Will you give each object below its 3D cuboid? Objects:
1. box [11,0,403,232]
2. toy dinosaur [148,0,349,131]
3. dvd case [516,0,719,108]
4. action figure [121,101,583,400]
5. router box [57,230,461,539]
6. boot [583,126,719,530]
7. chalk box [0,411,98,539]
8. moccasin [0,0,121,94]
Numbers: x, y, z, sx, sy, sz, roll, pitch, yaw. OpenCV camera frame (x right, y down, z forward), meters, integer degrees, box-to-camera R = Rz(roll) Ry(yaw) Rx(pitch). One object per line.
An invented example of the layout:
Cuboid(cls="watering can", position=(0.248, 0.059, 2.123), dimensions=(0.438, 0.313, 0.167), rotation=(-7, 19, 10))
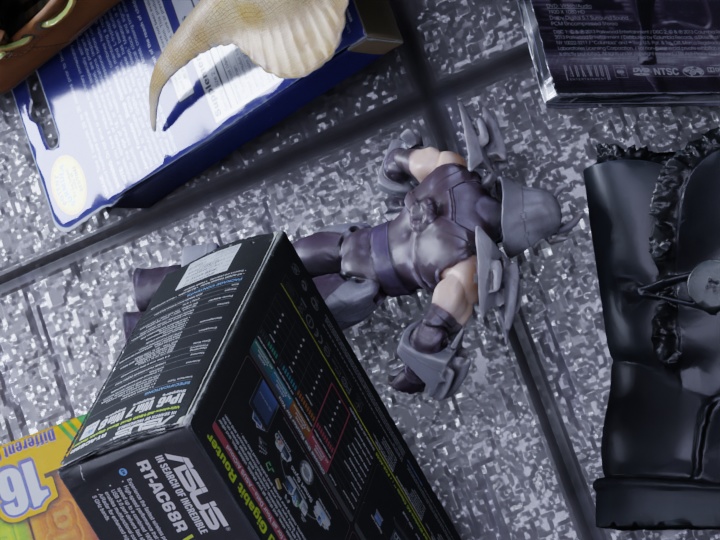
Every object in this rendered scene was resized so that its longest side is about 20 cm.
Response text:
Cuboid(cls="box", position=(-0.078, -0.110, 1.261), dimensions=(0.200, 0.032, 0.121), rotation=(-30, 72, 35))
Cuboid(cls="toy dinosaur", position=(-0.042, -0.125, 1.175), dimensions=(0.200, 0.058, 0.101), rotation=(-19, 80, 38))
Cuboid(cls="dvd case", position=(0.120, -0.157, 1.179), dimensions=(0.149, 0.016, 0.200), rotation=(-2, 65, -24))
Cuboid(cls="action figure", position=(0.000, 0.000, 1.211), dimensions=(0.200, 0.069, 0.130), rotation=(-16, 41, 15))
Cuboid(cls="router box", position=(-0.027, 0.107, 1.125), dimensions=(0.062, 0.150, 0.200), rotation=(-21, 112, 23))
Cuboid(cls="boot", position=(0.186, 0.022, 1.158), dimensions=(0.200, 0.076, 0.168), rotation=(-1, 84, 23))
Cuboid(cls="chalk box", position=(-0.098, 0.170, 1.196), dimensions=(0.125, 0.124, 0.200), rotation=(-22, 75, 13))
Cuboid(cls="moccasin", position=(-0.158, -0.122, 1.256), dimensions=(0.201, 0.078, 0.074), rotation=(-19, 79, 39))
